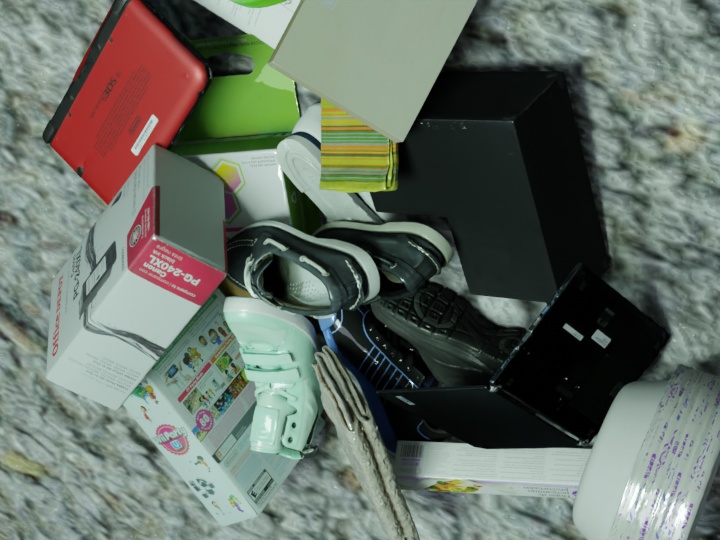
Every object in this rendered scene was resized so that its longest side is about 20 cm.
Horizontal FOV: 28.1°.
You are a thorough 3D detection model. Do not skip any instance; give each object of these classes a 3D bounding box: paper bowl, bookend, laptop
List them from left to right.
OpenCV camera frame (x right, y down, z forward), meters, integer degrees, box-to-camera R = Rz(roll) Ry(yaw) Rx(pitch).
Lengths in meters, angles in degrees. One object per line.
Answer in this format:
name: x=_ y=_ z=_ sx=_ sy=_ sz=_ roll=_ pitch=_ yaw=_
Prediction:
bookend: x=0.102 y=-0.070 z=1.301 sx=0.198 sy=0.092 sz=0.201 roll=5 pitch=125 yaw=39
laptop: x=0.149 y=0.084 z=1.290 sx=0.201 sy=0.177 sz=0.103 roll=-53 pitch=47 yaw=5
paper bowl: x=0.255 y=0.178 z=1.260 sx=0.104 sy=0.201 sz=0.202 roll=22 pitch=121 yaw=17

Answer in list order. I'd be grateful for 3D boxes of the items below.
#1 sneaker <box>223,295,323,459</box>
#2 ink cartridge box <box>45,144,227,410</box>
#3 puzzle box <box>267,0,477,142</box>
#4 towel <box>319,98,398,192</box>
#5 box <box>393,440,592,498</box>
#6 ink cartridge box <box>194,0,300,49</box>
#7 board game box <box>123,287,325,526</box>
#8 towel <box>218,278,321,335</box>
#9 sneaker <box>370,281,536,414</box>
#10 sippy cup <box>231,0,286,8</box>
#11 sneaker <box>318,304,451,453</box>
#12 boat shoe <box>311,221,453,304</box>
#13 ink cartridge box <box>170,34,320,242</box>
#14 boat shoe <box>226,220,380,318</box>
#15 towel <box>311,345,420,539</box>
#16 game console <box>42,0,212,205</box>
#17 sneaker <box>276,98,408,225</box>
sneaker: x=-0.085 y=0.112 z=1.409 sx=0.073 sy=0.119 sz=0.201 roll=2 pitch=150 yaw=28
ink cartridge box: x=-0.212 y=0.008 z=1.347 sx=0.083 sy=0.146 sz=0.200 roll=27 pitch=121 yaw=-27
puzzle box: x=0.025 y=-0.227 z=1.212 sx=0.132 sy=0.025 sz=0.201 roll=30 pitch=84 yaw=-14
towel: x=-0.005 y=-0.169 z=1.258 sx=0.086 sy=0.018 sz=0.202 roll=2 pitch=94 yaw=40
box: x=0.131 y=0.195 z=1.405 sx=0.198 sy=0.042 sz=0.039 roll=0 pitch=150 yaw=15
ink cartridge box: x=-0.065 y=-0.305 z=1.314 sx=0.176 sy=0.045 sz=0.201 roll=34 pitch=125 yaw=13
board game box: x=-0.146 y=0.136 z=1.476 sx=0.064 sy=0.148 sz=0.201 roll=-24 pitch=109 yaw=42
towel: x=-0.144 y=0.010 z=1.519 sx=0.146 sy=0.022 sz=0.201 roll=-30 pitch=97 yaw=36
sneaker: x=0.093 y=0.083 z=1.391 sx=0.199 sy=0.076 sz=0.091 roll=30 pitch=130 yaw=17
sippy cup: x=-0.088 y=-0.325 z=1.218 sx=0.129 sy=0.140 sz=0.179 roll=-20 pitch=113 yaw=24
sneaker: x=0.030 y=0.089 z=1.432 sx=0.077 sy=0.070 sz=0.201 roll=-19 pitch=109 yaw=32
boat shoe: x=0.002 y=0.002 z=1.331 sx=0.198 sy=0.066 sz=0.075 roll=1 pitch=141 yaw=49
ink cartridge box: x=-0.133 y=-0.121 z=1.403 sx=0.146 sy=0.076 sz=0.202 roll=-3 pitch=109 yaw=20
boat shoe: x=-0.072 y=0.000 z=1.313 sx=0.199 sy=0.060 sz=0.076 roll=3 pitch=113 yaw=47
towel: x=0.004 y=0.178 z=1.397 sx=0.034 sy=0.133 sz=0.201 roll=-24 pitch=126 yaw=-5
game console: x=-0.216 y=-0.190 z=1.401 sx=0.172 sy=0.119 sz=0.200 roll=44 pitch=126 yaw=8
sneaker: x=0.007 y=-0.073 z=1.366 sx=0.076 sy=0.081 sz=0.200 roll=-3 pitch=132 yaw=46
